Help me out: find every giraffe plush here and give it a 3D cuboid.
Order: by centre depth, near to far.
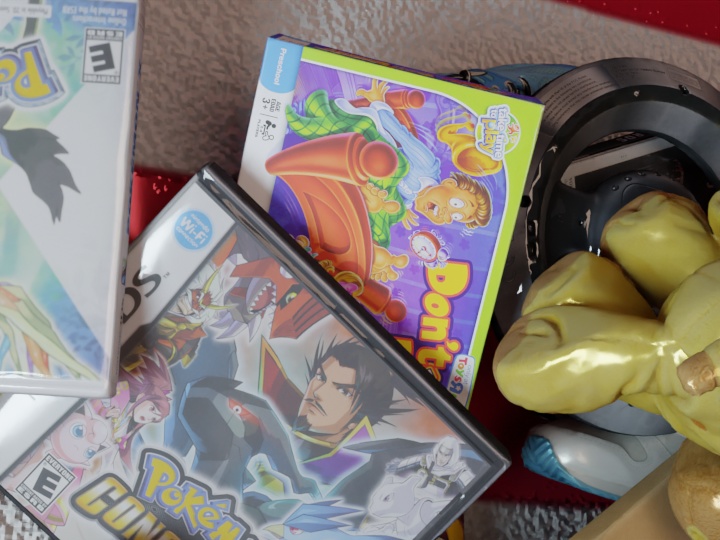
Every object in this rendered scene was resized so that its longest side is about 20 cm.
[{"bbox_3d":[0.180,0.062,0.623,0.172,0.199,0.163,-38,110,-23],"label":"giraffe plush"}]

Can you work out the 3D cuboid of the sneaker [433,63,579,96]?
[{"bbox_3d":[0.058,-0.072,0.749,0.198,0.090,0.079,-18,90,-26],"label":"sneaker"}]

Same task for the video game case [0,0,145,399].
[{"bbox_3d":[-0.201,-0.040,0.619,0.197,0.022,0.185,3,82,-1],"label":"video game case"}]

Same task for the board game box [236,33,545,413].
[{"bbox_3d":[0.000,0.000,0.673,0.133,0.045,0.202,13,101,1],"label":"board game box"}]

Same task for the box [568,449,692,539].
[{"bbox_3d":[0.188,0.171,0.699,0.199,0.021,0.165,-24,94,-45],"label":"box"}]

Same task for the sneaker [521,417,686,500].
[{"bbox_3d":[0.173,0.090,0.789,0.198,0.076,0.082,4,96,-34],"label":"sneaker"}]

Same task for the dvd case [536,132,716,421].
[{"bbox_3d":[0.181,-0.011,0.811,0.198,0.025,0.152,-17,112,-26],"label":"dvd case"}]

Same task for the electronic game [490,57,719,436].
[{"bbox_3d":[0.150,-0.013,0.737,0.198,0.042,0.203,2,85,-22],"label":"electronic game"}]

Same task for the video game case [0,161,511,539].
[{"bbox_3d":[-0.061,0.083,0.652,0.200,0.026,0.181,44,97,-6],"label":"video game case"}]

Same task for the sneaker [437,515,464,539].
[{"bbox_3d":[0.031,0.176,0.708,0.074,0.090,0.203,7,82,-24],"label":"sneaker"}]
